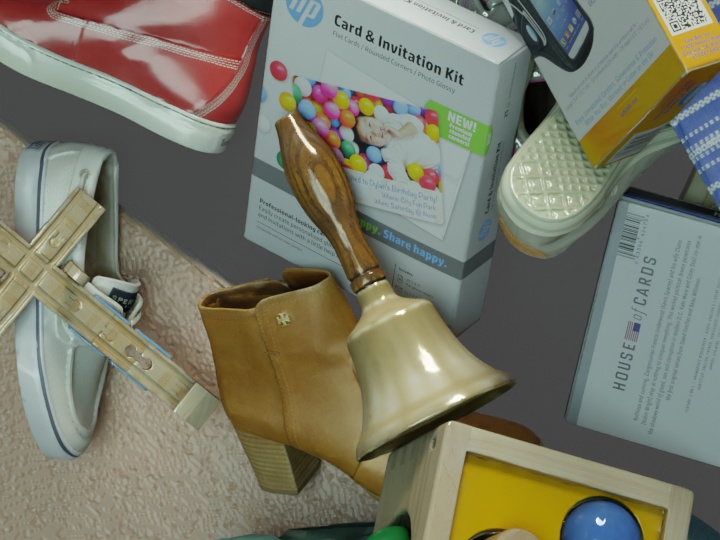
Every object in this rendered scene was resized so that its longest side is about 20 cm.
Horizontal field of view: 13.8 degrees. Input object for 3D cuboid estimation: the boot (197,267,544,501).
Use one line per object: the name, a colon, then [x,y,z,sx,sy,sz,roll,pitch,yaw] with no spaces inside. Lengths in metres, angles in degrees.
boot: [0.003,0.066,1.792,0.200,0.071,0.144,-3,119,23]

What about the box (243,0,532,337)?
box: [0.013,-0.075,1.744,0.156,0.041,0.201,28,129,23]

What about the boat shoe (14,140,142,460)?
boat shoe: [-0.172,0.019,1.853,0.070,0.071,0.201,0,92,18]

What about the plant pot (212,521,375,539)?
plant pot: [-0.018,0.256,1.792,0.199,0.200,0.197,-6,90,16]

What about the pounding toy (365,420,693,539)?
pounding toy: [0.073,0.190,1.666,0.199,0.142,0.185,17,71,-15]

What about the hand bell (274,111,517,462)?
hand bell: [0.000,0.000,1.728,0.104,0.104,0.200,-30,82,17]

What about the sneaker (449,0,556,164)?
sneaker: [0.086,-0.137,1.738,0.088,0.081,0.201,-5,107,45]

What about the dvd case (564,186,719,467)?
dvd case: [0.230,0.047,1.716,0.199,0.025,0.151,16,114,10]

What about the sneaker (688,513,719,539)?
sneaker: [0.216,0.251,1.780,0.200,0.079,0.131,44,105,15]

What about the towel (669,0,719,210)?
towel: [0.237,-0.089,1.596,0.145,0.024,0.200,-34,77,34]

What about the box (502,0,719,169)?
box: [0.119,-0.170,1.625,0.200,0.041,0.119,64,150,14]

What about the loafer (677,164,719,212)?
loafer: [0.229,-0.055,1.732,0.068,0.076,0.200,27,114,8]

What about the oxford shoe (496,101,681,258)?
oxford shoe: [0.140,-0.076,1.696,0.075,0.200,0.058,38,145,11]

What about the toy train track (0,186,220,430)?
toy train track: [-0.167,0.028,1.811,0.200,0.033,0.115,40,88,-12]

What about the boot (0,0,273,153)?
boot: [-0.148,-0.175,1.815,0.199,0.072,0.145,22,104,2]
